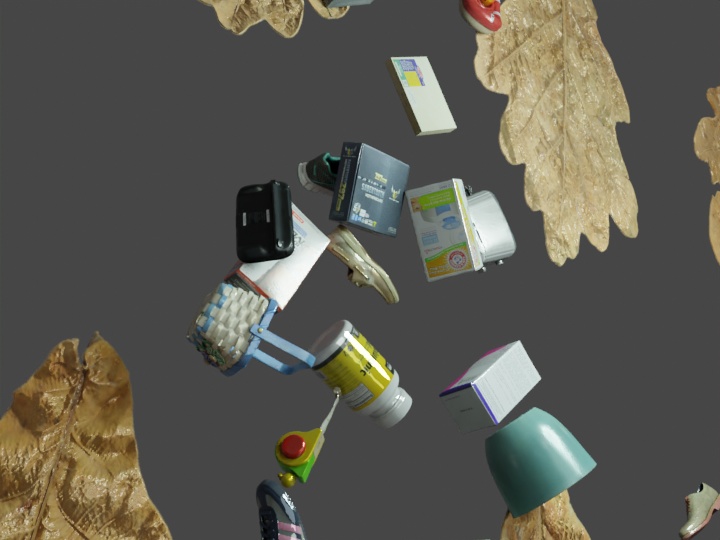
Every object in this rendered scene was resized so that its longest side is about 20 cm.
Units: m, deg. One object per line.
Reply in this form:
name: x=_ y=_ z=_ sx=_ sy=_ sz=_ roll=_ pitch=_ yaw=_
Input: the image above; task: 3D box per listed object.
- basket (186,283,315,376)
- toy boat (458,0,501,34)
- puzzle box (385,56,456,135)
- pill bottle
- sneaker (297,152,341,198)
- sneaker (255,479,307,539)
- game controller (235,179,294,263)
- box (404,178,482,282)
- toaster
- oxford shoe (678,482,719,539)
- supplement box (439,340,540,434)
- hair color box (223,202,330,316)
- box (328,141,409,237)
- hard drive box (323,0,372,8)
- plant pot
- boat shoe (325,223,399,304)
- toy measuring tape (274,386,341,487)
basket: x=-0.182 y=0.116 z=1.355 sx=0.200 sy=0.176 sz=0.139 roll=27 pitch=69 yaw=-12
toy boat: x=0.349 y=-0.746 z=2.215 sx=0.130 sy=0.131 sz=0.200 roll=21 pitch=58 yaw=-31
puzzle box: x=0.147 y=-0.425 z=1.971 sx=0.133 sy=0.025 sz=0.200 roll=-14 pitch=79 yaw=-42
pill bottle: x=0.000 y=0.197 z=1.502 sx=0.200 sy=0.111 sz=0.111 roll=47 pitch=48 yaw=-13
sneaker: x=-0.028 y=-0.186 z=1.670 sx=0.200 sy=0.091 sz=0.078 roll=13 pitch=60 yaw=-36
sneaker: x=-0.134 y=0.440 z=1.306 sx=0.082 sy=0.070 sz=0.200 roll=-16 pitch=79 yaw=-45
game controller: x=-0.176 y=-0.091 z=1.482 sx=0.042 sy=0.104 sz=0.200 roll=71 pitch=8 yaw=-46
box: x=0.181 y=-0.086 z=1.738 sx=0.101 sy=0.112 sz=0.200 roll=-17 pitch=94 yaw=-72
toaster: x=0.256 y=-0.095 z=1.848 sx=0.129 sy=0.114 sz=0.200 roll=-20 pitch=86 yaw=-41
oxford shoe: x=0.841 y=0.610 z=2.049 sx=0.075 sy=0.071 sz=0.200 roll=44 pitch=44 yaw=21
supplement box: x=0.276 y=0.244 z=1.714 sx=0.200 sy=0.101 sz=0.103 roll=-33 pitch=93 yaw=-43
hair color box: x=-0.151 y=-0.020 z=1.512 sx=0.111 sy=0.064 sz=0.200 roll=44 pitch=50 yaw=-15
box: x=0.021 y=-0.160 z=1.645 sx=0.200 sy=0.051 sz=0.158 roll=15 pitch=85 yaw=-58
hard drive box: x=-0.050 y=-0.731 z=1.917 sx=0.156 sy=0.077 sz=0.200 roll=-24 pitch=86 yaw=-44
plant pot: x=0.349 y=0.379 z=1.655 sx=0.200 sy=0.201 sz=0.161 roll=-20 pitch=72 yaw=-43
boat shoe: x=0.000 y=0.000 z=1.632 sx=0.065 sy=0.072 sz=0.200 roll=-42 pitch=108 yaw=-6
toy measuring tape: x=-0.098 y=0.282 z=1.407 sx=0.074 sy=0.074 sz=0.200 roll=39 pitch=54 yaw=-19
